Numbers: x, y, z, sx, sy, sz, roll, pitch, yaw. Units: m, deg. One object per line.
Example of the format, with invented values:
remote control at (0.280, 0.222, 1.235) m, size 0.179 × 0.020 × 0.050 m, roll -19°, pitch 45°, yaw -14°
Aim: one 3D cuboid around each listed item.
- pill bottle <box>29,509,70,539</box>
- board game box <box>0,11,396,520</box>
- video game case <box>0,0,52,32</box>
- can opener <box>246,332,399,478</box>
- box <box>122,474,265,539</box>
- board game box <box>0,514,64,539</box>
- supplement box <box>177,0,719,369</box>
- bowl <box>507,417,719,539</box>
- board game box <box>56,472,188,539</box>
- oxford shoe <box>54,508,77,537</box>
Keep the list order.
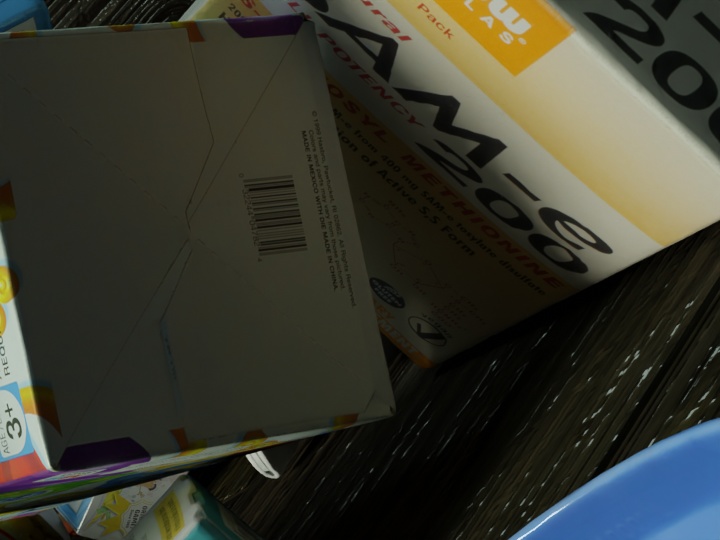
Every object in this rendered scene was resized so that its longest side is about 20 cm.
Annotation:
pill bottle at (-0.189, 0.153, 0.922) m, size 0.200 × 0.111 × 0.111 m, roll -54°, pitch 9°, yaw -31°
board game box at (-0.099, 0.011, 0.697) m, size 0.103 × 0.105 × 0.200 m, roll -8°, pitch -8°, yaw -38°
video game case at (-0.152, 0.000, 0.847) m, size 0.143 × 0.018 × 0.200 m, roll -29°, pitch -28°, yaw -14°
can opener at (0.000, 0.000, 0.905) m, size 0.066 × 0.053 × 0.200 m, roll -7°, pitch 28°, yaw 21°
box at (-0.089, 0.144, 0.648) m, size 0.200 × 0.049 × 0.082 m, roll -49°, pitch 7°, yaw -2°
board game box at (-0.164, 0.142, 0.674) m, size 0.152 × 0.046 × 0.200 m, roll -57°, pitch -24°, yaw 19°
supplement box at (0.029, -0.057, 0.697) m, size 0.074 × 0.126 × 0.200 m, roll -51°, pitch 8°, yaw -25°
bowl at (0.008, 0.106, 0.346) m, size 0.201 × 0.039 × 0.201 m, roll -48°, pitch 8°, yaw 9°
board game box at (-0.107, 0.002, 1.015) m, size 0.200 × 0.034 × 0.135 m, roll 39°, pitch 106°, yaw 53°
oxford shoe at (-0.194, 0.102, 1.088) m, size 0.200 × 0.073 × 0.071 m, roll -17°, pitch -4°, yaw -4°
